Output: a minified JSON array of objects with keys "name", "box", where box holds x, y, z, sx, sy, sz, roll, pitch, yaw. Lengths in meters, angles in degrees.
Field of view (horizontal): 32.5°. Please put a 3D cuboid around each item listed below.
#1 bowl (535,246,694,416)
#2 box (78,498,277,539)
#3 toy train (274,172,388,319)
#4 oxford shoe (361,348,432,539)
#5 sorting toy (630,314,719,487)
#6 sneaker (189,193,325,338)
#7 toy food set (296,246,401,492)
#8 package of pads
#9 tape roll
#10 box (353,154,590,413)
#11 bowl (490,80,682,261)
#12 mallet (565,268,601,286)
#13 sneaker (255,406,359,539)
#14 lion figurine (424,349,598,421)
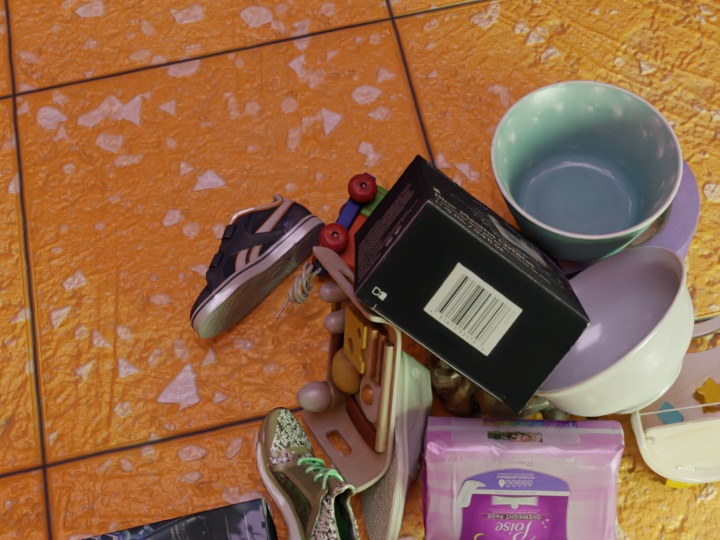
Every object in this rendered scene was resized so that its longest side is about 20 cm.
[{"name":"bowl","box":[0.255,0.077,1.225,0.201,0.200,0.091,-49,111,-21]},{"name":"box","box":[-0.169,0.324,1.180,0.197,0.108,0.150,-13,61,-3]},{"name":"toy train","box":[0.000,0.000,1.373,0.115,0.085,0.202,28,65,3]},{"name":"oxford shoe","box":[0.041,0.181,1.261,0.057,0.075,0.204,14,74,-31]},{"name":"sorting toy","box":[0.365,0.115,1.277,0.196,0.108,0.182,-9,51,4]},{"name":"sneaker","box":[-0.131,-0.008,1.382,0.079,0.079,0.200,38,58,17]},{"name":"toy food set","box":[-0.020,0.097,1.230,0.060,0.203,0.144,-9,31,-23]},{"name":"package of pads","box":[0.159,0.210,1.215,0.196,0.123,0.076,0,20,4]},{"name":"tape roll","box":[0.279,-0.067,1.397,0.196,0.066,0.203,-1,61,2]},{"name":"box","box":[0.101,0.006,1.206,0.196,0.200,0.118,36,103,-11]},{"name":"bowl","box":[0.234,-0.092,1.314,0.197,0.106,0.204,-2,59,3]},{"name":"mallet","box":[0.202,0.028,1.326,0.197,0.041,0.067,-6,93,17]},{"name":"sneaker","box":[-0.037,0.220,1.231,0.088,0.076,0.202,-38,63,32]},{"name":"lion figurine","box":[0.163,0.133,1.295,0.197,0.073,0.123,10,35,-7]}]
